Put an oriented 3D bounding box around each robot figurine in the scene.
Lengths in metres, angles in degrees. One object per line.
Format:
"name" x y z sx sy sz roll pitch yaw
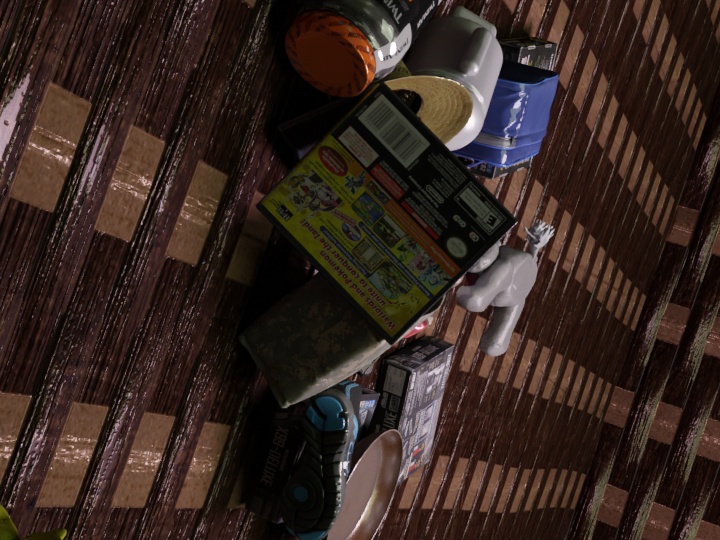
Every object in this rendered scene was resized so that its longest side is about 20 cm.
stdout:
"robot figurine" 0.105 -0.226 1.563 0.170 0.113 0.201 -50 -163 56

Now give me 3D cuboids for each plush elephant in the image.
"plush elephant" 0.165 -0.010 1.858 0.200 0.154 0.165 -58 145 -12

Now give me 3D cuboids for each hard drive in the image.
"hard drive" 0.001 -0.124 1.412 0.200 0.134 0.042 50 21 -63

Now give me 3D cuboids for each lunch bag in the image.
"lunch bag" -0.011 0.050 1.451 0.164 0.118 0.200 -36 173 29
"lunch bag" 0.171 -0.205 1.721 0.200 0.135 0.133 -26 130 -59

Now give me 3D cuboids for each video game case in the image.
"video game case" 0.026 -0.058 1.308 0.181 0.200 0.026 -44 -179 4

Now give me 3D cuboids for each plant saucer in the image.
"plant saucer" -0.005 0.294 1.664 0.200 0.032 0.201 -49 150 -42

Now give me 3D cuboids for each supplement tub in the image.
"supplement tub" 0.012 -0.279 1.325 0.200 0.122 0.123 -58 154 -31

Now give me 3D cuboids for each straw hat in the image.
"straw hat" 0.021 -0.190 1.442 0.201 0.200 0.085 52 20 -63

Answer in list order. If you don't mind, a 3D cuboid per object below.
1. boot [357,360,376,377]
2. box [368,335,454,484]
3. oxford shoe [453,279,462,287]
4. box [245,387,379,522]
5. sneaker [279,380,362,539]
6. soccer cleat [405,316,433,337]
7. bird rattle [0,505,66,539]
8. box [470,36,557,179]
"boot" 0.032 0.078 1.733 0.131 0.068 0.200 -58 164 6
"box" 0.070 0.211 1.910 0.158 0.050 0.201 -24 129 -61
"oxford shoe" 0.068 -0.068 1.554 0.071 0.201 0.071 -21 155 -8
"box" -0.057 0.222 1.612 0.200 0.050 0.158 10 99 -67
"sneaker" -0.036 0.221 1.488 0.082 0.073 0.201 -37 146 -63
"soccer cleat" 0.056 -0.010 1.616 0.067 0.076 0.201 29 56 -40
"bird rattle" -0.316 0.284 1.040 0.200 0.112 0.163 -57 169 -25
"box" 0.229 -0.246 1.935 0.160 0.049 0.201 -21 126 -58
